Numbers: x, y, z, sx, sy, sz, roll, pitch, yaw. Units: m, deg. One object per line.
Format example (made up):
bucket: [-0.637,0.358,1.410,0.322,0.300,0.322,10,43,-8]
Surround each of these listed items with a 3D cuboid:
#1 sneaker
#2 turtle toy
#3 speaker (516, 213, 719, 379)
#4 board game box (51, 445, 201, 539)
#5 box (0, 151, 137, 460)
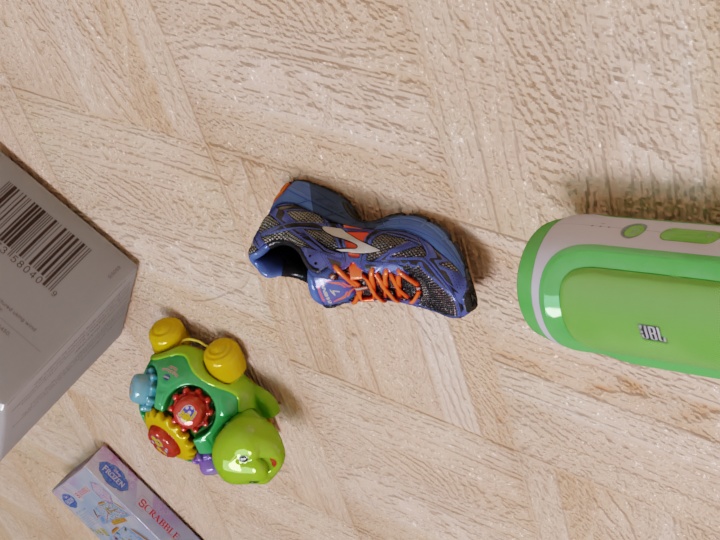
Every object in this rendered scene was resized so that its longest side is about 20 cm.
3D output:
sneaker: [0.000,0.000,1.026,0.199,0.079,0.076,18,143,36]
turtle toy: [-0.145,0.141,1.353,0.199,0.101,0.147,18,142,36]
speaker: [0.189,0.015,0.815,0.199,0.089,0.089,7,135,45]
board game box: [-0.301,0.328,1.836,0.200,0.041,0.200,46,150,-6]
box: [-0.359,0.035,1.373,0.198,0.200,0.172,39,152,4]
